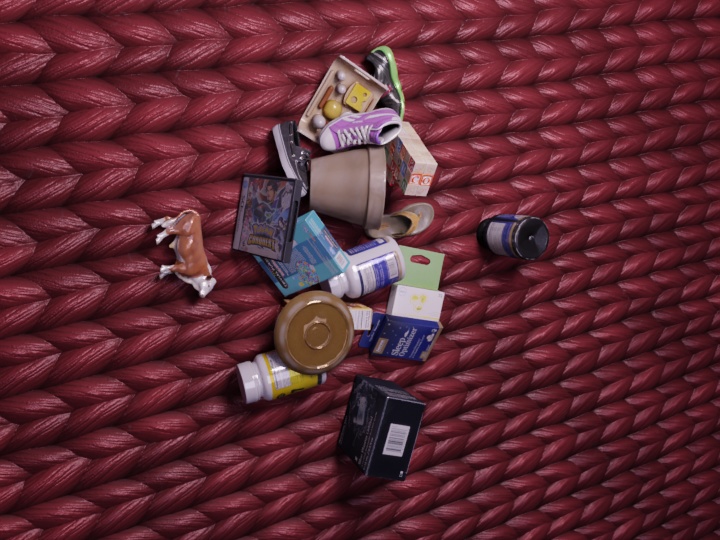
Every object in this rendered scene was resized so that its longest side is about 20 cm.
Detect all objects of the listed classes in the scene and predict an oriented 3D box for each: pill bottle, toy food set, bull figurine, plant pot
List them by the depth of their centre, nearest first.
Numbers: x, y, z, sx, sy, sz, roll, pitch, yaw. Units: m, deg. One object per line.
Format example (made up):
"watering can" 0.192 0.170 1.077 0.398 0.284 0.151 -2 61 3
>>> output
"bull figurine" -0.397 -0.034 1.407 0.120 0.065 0.203 -10 100 -24
"plant pot" -0.102 0.148 1.448 0.198 0.027 0.203 -3 98 -21
"plant pot" -0.035 -0.201 1.481 0.171 0.200 0.203 2 96 -7
"toy food set" -0.041 -0.385 1.485 0.143 0.061 0.201 27 107 -22
"pill bottle" -0.192 0.245 1.502 0.198 0.114 0.116 -14 102 -19
"pill bottle" 0.000 0.000 1.545 0.198 0.120 0.121 -20 104 -18
"pill bottle" 0.395 -0.092 1.650 0.111 0.200 0.113 -3 98 -21

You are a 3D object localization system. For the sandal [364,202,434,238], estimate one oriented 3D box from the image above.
"sandal" 0.107 -0.123 1.607 0.198 0.054 0.081 -13 102 -20

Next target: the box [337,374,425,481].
"box" 0.048 0.391 1.572 0.116 0.200 0.199 15 91 -23

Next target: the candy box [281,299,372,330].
"candy box" -0.084 0.107 1.527 0.198 0.116 0.057 4 96 -23

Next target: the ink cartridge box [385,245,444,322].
"ink cartridge box" 0.153 0.047 1.654 0.144 0.048 0.202 10 96 -22

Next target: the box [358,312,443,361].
"box" 0.105 0.175 1.631 0.198 0.033 0.122 10 122 -22

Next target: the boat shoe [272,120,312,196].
"boat shoe" -0.145 -0.263 1.431 0.066 0.202 0.070 -24 151 10

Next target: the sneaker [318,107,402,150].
"sneaker" 0.000 -0.317 1.436 0.198 0.115 0.073 -20 122 2

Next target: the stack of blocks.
"stack of blocks" 0.107 -0.259 1.496 0.058 0.201 0.116 0 129 -21

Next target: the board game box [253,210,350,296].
"board game box" -0.144 -0.036 1.447 0.152 0.199 0.047 55 39 -19

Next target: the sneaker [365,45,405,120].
"sneaker" 0.060 -0.447 1.547 0.083 0.077 0.202 -15 103 3

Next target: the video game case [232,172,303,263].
"video game case" -0.213 -0.122 1.404 0.025 0.199 0.183 7 95 -45
